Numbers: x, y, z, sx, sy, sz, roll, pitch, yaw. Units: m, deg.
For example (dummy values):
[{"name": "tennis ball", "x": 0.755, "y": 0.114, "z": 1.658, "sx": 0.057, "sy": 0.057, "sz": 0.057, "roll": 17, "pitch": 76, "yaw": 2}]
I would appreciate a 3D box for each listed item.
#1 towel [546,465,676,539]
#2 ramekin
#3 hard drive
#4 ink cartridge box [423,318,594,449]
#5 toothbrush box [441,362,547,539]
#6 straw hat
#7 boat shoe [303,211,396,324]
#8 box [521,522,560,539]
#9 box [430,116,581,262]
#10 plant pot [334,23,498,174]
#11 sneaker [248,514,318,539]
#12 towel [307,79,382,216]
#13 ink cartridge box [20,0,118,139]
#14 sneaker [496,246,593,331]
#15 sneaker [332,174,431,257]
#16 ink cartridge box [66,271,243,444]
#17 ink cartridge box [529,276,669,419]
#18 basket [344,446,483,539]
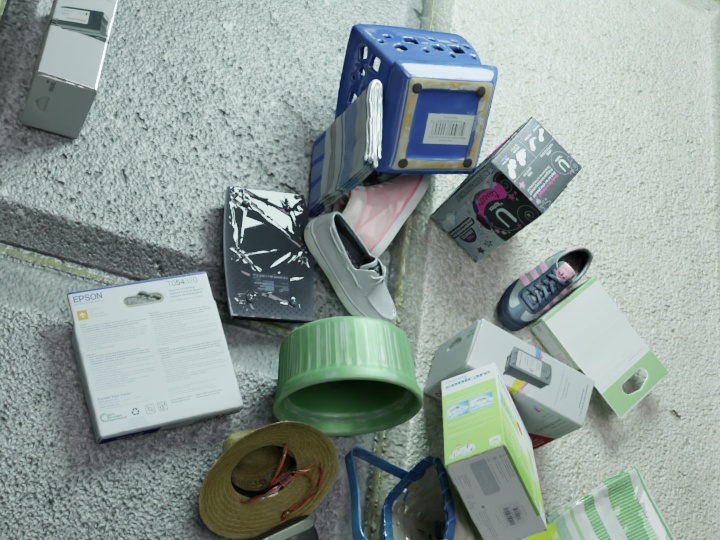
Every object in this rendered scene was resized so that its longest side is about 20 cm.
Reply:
[{"name": "towel", "x": 0.382, "y": 0.400, "z": 1.606, "sx": 0.200, "sy": 0.023, "sz": 0.153, "roll": -21, "pitch": 80, "yaw": -31}, {"name": "ramekin", "x": -0.019, "y": 0.142, "z": 1.428, "sx": 0.200, "sy": 0.200, "sz": 0.098, "roll": 9, "pitch": 58, "yaw": -22}, {"name": "hard drive", "x": -0.137, "y": -0.019, "z": 1.528, "sx": 0.135, "sy": 0.042, "sz": 0.200, "roll": 5, "pitch": 67, "yaw": -24}, {"name": "ink cartridge box", "x": 0.216, "y": 0.170, "z": 1.552, "sx": 0.200, "sy": 0.148, "sz": 0.086, "roll": 28, "pitch": 59, "yaw": -11}, {"name": "toothbrush box", "x": 0.172, "y": 0.240, "z": 1.397, "sx": 0.200, "sy": 0.086, "sz": 0.146, "roll": -86, "pitch": 151, "yaw": -66}, {"name": "straw hat", "x": -0.134, "y": 0.251, "z": 1.381, "sx": 0.201, "sy": 0.201, "sz": 0.085, "roll": -9, "pitch": 35, "yaw": -28}, {"name": "boat shoe", "x": 0.000, "y": 0.000, "z": 1.552, "sx": 0.200, "sy": 0.069, "sz": 0.072, "roll": 58, "pitch": 41, "yaw": -7}, {"name": "box", "x": 0.207, "y": 0.442, "z": 1.490, "sx": 0.200, "sy": 0.048, "sz": 0.122, "roll": -12, "pitch": 74, "yaw": -30}, {"name": "box", "x": 0.224, "y": -0.120, "z": 1.650, "sx": 0.115, "sy": 0.200, "sz": 0.132, "roll": 44, "pitch": 58, "yaw": -1}, {"name": "plant pot", "x": 0.089, "y": -0.248, "z": 1.605, "sx": 0.200, "sy": 0.200, "sz": 0.180, "roll": -1, "pitch": 27, "yaw": -25}, {"name": "sneaker", "x": -0.129, "y": 0.396, "z": 1.334, "sx": 0.200, "sy": 0.075, "sz": 0.106, "roll": -20, "pitch": 86, "yaw": -26}, {"name": "towel", "x": -0.025, "y": -0.176, "z": 1.556, "sx": 0.024, "sy": 0.200, "sz": 0.147, "roll": 15, "pitch": 63, "yaw": -25}, {"name": "ink cartridge box", "x": -0.398, "y": -0.305, "z": 1.467, "sx": 0.084, "sy": 0.145, "sz": 0.200, "roll": 16, "pitch": 63, "yaw": -19}, {"name": "sneaker", "x": 0.296, "y": 0.020, "z": 1.694, "sx": 0.070, "sy": 0.082, "sz": 0.200, "roll": 49, "pitch": 57, "yaw": 0}, {"name": "sneaker", "x": 0.028, "y": -0.115, "z": 1.628, "sx": 0.105, "sy": 0.075, "sz": 0.200, "roll": 40, "pitch": 61, "yaw": -11}, {"name": "ink cartridge box", "x": -0.274, "y": 0.112, "z": 1.407, "sx": 0.196, "sy": 0.043, "sz": 0.200, "roll": -9, "pitch": 70, "yaw": -27}, {"name": "ink cartridge box", "x": 0.386, "y": 0.127, "z": 1.711, "sx": 0.146, "sy": 0.048, "sz": 0.200, "roll": -34, "pitch": 86, "yaw": -32}, {"name": "basket", "x": 0.070, "y": 0.329, "z": 1.398, "sx": 0.200, "sy": 0.139, "sz": 0.176, "roll": 32, "pitch": 26, "yaw": -22}]
